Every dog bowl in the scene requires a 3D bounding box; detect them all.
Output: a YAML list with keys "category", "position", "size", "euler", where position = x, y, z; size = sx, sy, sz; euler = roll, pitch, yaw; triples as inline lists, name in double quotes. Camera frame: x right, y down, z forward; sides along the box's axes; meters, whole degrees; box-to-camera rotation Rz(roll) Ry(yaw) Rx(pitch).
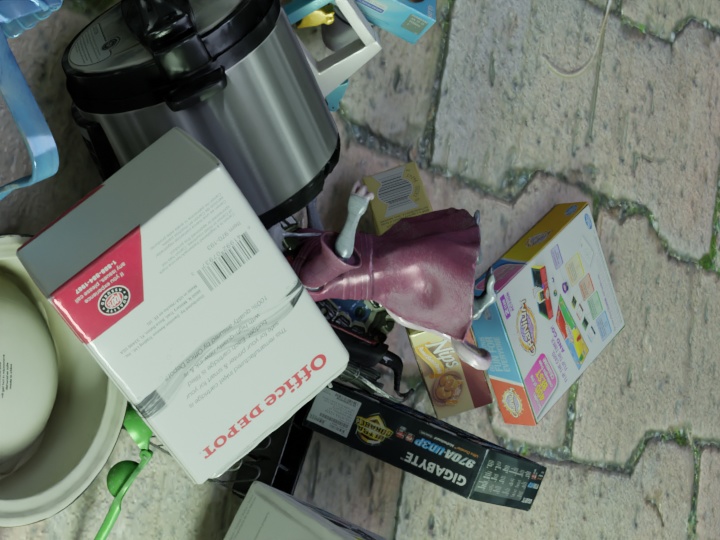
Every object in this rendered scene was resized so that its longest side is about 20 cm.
- category: "dog bowl"
  position: [-0.258, 0.075, 1.146]
  size: [0.200, 0.074, 0.201]
  euler: [0, 90, -49]

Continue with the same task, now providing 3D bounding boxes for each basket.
- category: "basket"
  position: [-0.267, -0.139, 1.061]
  size: [0.139, 0.176, 0.201]
  euler: [-31, 98, -31]

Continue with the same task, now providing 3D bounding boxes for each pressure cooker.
- category: "pressure cooker"
  position: [-0.124, -0.138, 1.230]
  size: [0.179, 0.175, 0.200]
  euler: [-53, 130, -39]

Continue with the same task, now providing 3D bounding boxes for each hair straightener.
- category: "hair straightener"
  position: [-0.030, 0.071, 1.319]
  size: [0.200, 0.041, 0.077]
  euler: [30, 34, -34]

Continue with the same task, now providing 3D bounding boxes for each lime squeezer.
- category: "lime squeezer"
  position: [-0.189, 0.140, 1.233]
  size: [0.070, 0.038, 0.201]
  euler: [-1, 91, -19]

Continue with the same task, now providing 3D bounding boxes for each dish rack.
- category: "dish rack"
  position: [-0.115, 0.090, 1.328]
  size: [0.200, 0.054, 0.154]
  euler: [38, 61, -42]

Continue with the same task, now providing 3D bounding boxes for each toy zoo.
- category: "toy zoo"
  position: [-0.073, -0.201, 1.337]
  size: [0.200, 0.131, 0.020]
  euler: [52, 16, -35]

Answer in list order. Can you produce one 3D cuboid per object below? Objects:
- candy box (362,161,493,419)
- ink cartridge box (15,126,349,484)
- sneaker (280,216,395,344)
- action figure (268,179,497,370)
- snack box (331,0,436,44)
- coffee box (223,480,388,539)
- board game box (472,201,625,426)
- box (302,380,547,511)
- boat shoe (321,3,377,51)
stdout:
- category: "candy box"
  position: [0.057, 0.015, 1.430]
  size: [0.200, 0.055, 0.116]
  euler: [-105, 176, -45]
- category: "ink cartridge box"
  position: [-0.119, 0.027, 1.148]
  size: [0.145, 0.083, 0.200]
  euler: [-39, 127, -9]
- category: "sneaker"
  position: [-0.066, 0.000, 1.380]
  size: [0.200, 0.089, 0.079]
  euler: [38, 81, -23]
- category: "action figure"
  position: [0.000, 0.000, 1.292]
  size: [0.199, 0.134, 0.150]
  euler: [-3, 97, -5]
- category: "snack box"
  position: [0.011, -0.296, 1.416]
  size: [0.116, 0.037, 0.201]
  euler: [23, 47, -23]
- category: "coffee box"
  position: [-0.007, 0.317, 1.303]
  size: [0.198, 0.200, 0.200]
  euler: [31, 84, -44]
- category: "board game box"
  position: [0.193, 0.042, 1.701]
  size: [0.200, 0.040, 0.154]
  euler: [-40, 119, -42]
- category: "box"
  position: [0.059, 0.150, 1.407]
  size: [0.046, 0.158, 0.200]
  euler: [-67, 158, -2]
- category: "boat shoe"
  position: [0.006, -0.269, 1.473]
  size: [0.073, 0.065, 0.200]
  euler: [32, 45, -3]
